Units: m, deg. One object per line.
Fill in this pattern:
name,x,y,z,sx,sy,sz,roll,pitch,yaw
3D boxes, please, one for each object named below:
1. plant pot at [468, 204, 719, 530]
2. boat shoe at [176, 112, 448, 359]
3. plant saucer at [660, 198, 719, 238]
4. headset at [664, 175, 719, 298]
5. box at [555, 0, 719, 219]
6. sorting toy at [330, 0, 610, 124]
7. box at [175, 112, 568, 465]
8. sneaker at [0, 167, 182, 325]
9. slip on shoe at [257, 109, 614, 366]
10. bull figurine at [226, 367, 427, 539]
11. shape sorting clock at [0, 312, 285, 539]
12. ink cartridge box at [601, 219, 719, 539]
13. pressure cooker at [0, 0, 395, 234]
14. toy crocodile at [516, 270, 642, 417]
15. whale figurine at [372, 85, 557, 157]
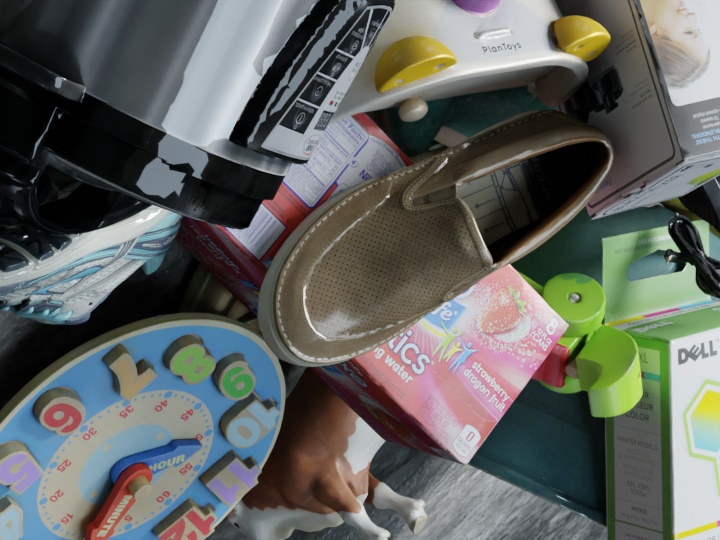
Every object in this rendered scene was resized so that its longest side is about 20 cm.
plant pot,0.134,0.047,1.373,0.200,0.199,0.197,31,82,-60
boat shoe,-0.027,-0.013,1.190,0.200,0.063,0.073,-51,149,-14
plant saucer,0.203,-0.104,1.378,0.048,0.201,0.200,-24,155,18
headset,0.218,-0.067,1.182,0.123,0.094,0.201,-7,134,-19
box,0.136,-0.139,1.089,0.060,0.201,0.117,-13,171,-20
sorting toy,0.019,-0.165,1.038,0.199,0.181,0.107,-13,169,-35
box,0.000,0.000,1.122,0.200,0.095,0.100,44,75,-23
sneaker,-0.152,-0.004,1.004,0.199,0.077,0.087,-24,138,-45
slip on shoe,0.040,-0.017,1.051,0.199,0.061,0.076,-28,106,-20
bull figurine,-0.006,0.098,1.252,0.065,0.121,0.201,3,116,-64
shape sorting clock,-0.125,0.105,1.137,0.199,0.039,0.201,-28,145,-21
ink cartridge box,0.201,0.076,1.278,0.103,0.059,0.201,-11,102,-39
pressure cooker,-0.092,-0.108,0.910,0.175,0.179,0.201,24,97,-33
toy crocodile,0.083,0.024,1.252,0.062,0.199,0.068,-42,150,-33
whale figurine,0.074,-0.119,1.163,0.200,0.103,0.160,-19,90,-57
